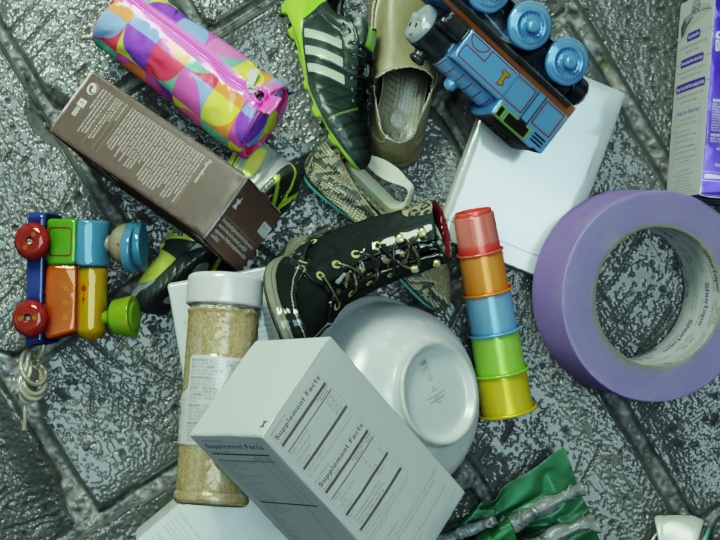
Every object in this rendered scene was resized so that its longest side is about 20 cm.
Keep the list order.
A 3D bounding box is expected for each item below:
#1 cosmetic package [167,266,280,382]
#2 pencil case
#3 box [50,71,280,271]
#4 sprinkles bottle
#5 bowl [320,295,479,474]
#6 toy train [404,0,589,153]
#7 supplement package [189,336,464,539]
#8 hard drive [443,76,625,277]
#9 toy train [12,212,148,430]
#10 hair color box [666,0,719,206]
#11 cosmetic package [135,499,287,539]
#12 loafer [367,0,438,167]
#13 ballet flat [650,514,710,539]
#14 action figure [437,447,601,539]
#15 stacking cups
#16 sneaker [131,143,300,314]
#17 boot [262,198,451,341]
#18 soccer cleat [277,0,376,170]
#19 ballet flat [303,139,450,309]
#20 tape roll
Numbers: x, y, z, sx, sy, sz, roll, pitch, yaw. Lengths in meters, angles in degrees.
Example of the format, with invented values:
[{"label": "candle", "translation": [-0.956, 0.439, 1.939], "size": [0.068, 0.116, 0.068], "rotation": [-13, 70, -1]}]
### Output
[{"label": "cosmetic package", "translation": [-0.110, 0.104, 1.630], "size": [0.101, 0.074, 0.202], "rotation": [-9, 83, -3]}, {"label": "pencil case", "translation": [-0.155, -0.191, 1.669], "size": [0.199, 0.088, 0.089], "rotation": [35, 85, 11]}, {"label": "box", "translation": [-0.178, -0.090, 1.638], "size": [0.199, 0.100, 0.075], "rotation": [32, 83, 24]}, {"label": "sprinkles bottle", "translation": [-0.124, 0.104, 1.559], "size": [0.067, 0.068, 0.202], "rotation": [4, 82, -7]}, {"label": "bowl", "translation": [0.046, 0.119, 1.663], "size": [0.200, 0.090, 0.203], "rotation": [9, 76, -39]}, {"label": "toy train", "translation": [0.127, -0.205, 1.688], "size": [0.200, 0.087, 0.115], "rotation": [39, 85, -21]}, {"label": "supplement package", "translation": [-0.027, 0.164, 1.518], "size": [0.200, 0.113, 0.110], "rotation": [50, 58, -26]}, {"label": "hard drive", "translation": [0.167, -0.104, 1.761], "size": [0.131, 0.027, 0.202], "rotation": [21, 86, -7]}, {"label": "toy train", "translation": [-0.256, 0.048, 1.657], "size": [0.114, 0.085, 0.202], "rotation": [1, 88, 12]}, {"label": "hair color box", "translation": [0.349, -0.167, 1.746], "size": [0.064, 0.109, 0.202], "rotation": [3, 89, -8]}, {"label": "cosmetic package", "translation": [-0.104, 0.228, 1.692], "size": [0.199, 0.081, 0.113], "rotation": [-38, 93, -8]}, {"label": "loafer", "translation": [0.045, -0.202, 1.726], "size": [0.075, 0.067, 0.202], "rotation": [0, 89, -8]}, {"label": "ballet flat", "translation": [0.287, 0.334, 1.757], "size": [0.069, 0.069, 0.202], "rotation": [19, 82, -7]}, {"label": "action figure", "translation": [0.133, 0.268, 1.739], "size": [0.198, 0.055, 0.119], "rotation": [-24, 95, -3]}, {"label": "stacking cups", "translation": [0.122, 0.041, 1.727], "size": [0.060, 0.060, 0.202], "rotation": [-13, 96, -8]}, {"label": "sneaker", "translation": [-0.146, -0.040, 1.706], "size": [0.200, 0.075, 0.076], "rotation": [-45, 65, -4]}, {"label": "boot", "translation": [0.000, -0.002, 1.602], "size": [0.152, 0.204, 0.074], "rotation": [-18, 107, 13]}, {"label": "soccer cleat", "translation": [-0.017, -0.191, 1.687], "size": [0.080, 0.067, 0.202], "rotation": [-24, 66, 13]}, {"label": "ballet flat", "translation": [0.032, -0.051, 1.716], "size": [0.200, 0.068, 0.075], "rotation": [46, 120, -2]}, {"label": "tape roll", "translation": [0.272, 0.023, 1.731], "size": [0.198, 0.085, 0.202], "rotation": [-1, 94, -15]}]
